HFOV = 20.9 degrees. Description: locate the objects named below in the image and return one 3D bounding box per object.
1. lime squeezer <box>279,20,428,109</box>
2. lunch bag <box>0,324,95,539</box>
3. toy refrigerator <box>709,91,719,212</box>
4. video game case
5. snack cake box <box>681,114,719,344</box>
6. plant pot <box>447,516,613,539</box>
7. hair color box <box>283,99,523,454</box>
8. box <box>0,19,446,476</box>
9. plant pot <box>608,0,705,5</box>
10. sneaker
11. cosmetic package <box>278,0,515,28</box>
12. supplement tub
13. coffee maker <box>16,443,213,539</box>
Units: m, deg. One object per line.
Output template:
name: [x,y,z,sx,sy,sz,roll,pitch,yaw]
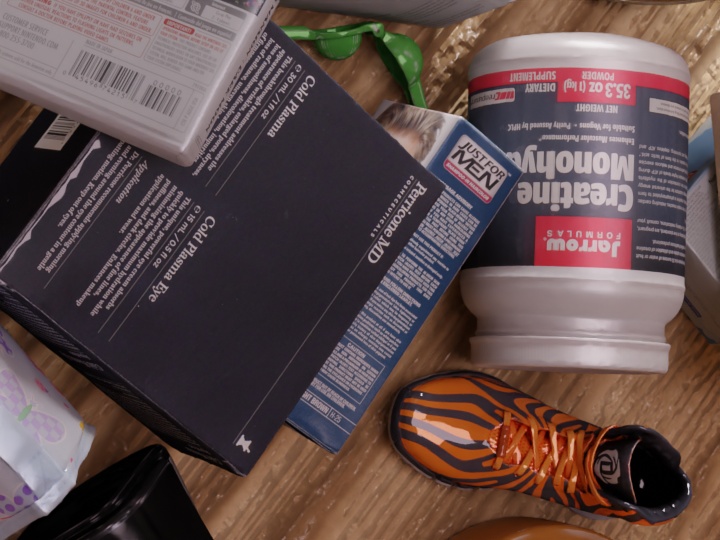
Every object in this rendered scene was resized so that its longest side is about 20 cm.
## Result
lime squeezer: [-0.007,-0.126,1.217,0.199,0.038,0.071,27,108,-22]
lunch bag: [-0.237,0.059,1.002,0.170,0.200,0.127,48,70,-16]
toy refrigerator: [0.278,-0.018,1.247,0.076,0.070,0.201,-6,91,-31]
video game case: [-0.132,-0.167,0.986,0.199,0.023,0.183,23,75,15]
snack cake box: [0.280,-0.060,1.322,0.200,0.067,0.115,-46,105,-20]
plant pot: [0.137,0.255,1.176,0.199,0.183,0.202,1,87,-25]
hair color box: [0.000,0.000,1.151,0.060,0.100,0.201,38,81,-29]
box: [-0.090,-0.027,1.047,0.182,0.104,0.200,42,75,-26]
plant pot: [0.192,-0.302,1.248,0.186,0.186,0.201,18,66,-23]
sneaker: [0.122,0.109,1.215,0.199,0.112,0.078,15,81,-24]
cosmetic package: [-0.014,-0.203,1.171,0.199,0.107,0.085,6,85,-26]
supplement tub: [0.133,-0.038,1.213,0.140,0.140,0.201,4,85,-25]
coffee maker: [-0.102,0.214,1.063,0.134,0.192,0.200,-36,101,-5]
